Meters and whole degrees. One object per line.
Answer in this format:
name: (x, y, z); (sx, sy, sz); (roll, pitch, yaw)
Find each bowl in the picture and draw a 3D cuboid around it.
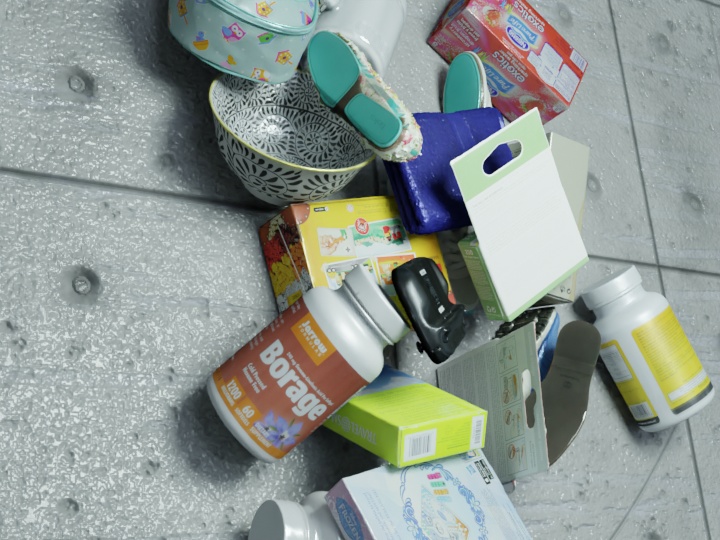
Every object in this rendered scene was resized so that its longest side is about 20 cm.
bowl: (-0.082, -0.135, 1.268); (0.197, 0.095, 0.202); (14, 36, -10)

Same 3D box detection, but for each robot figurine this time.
robot figurine: (-0.008, -0.293, 1.390); (0.171, 0.111, 0.202); (68, 33, -50)

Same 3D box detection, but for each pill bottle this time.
pill bottle: (-0.049, 0.090, 1.147); (0.199, 0.112, 0.113); (-41, 98, 4)
pill bottle: (0.374, 0.101, 1.502); (0.111, 0.112, 0.202); (-28, 89, -39)
pill bottle: (-0.011, 0.286, 1.159); (0.197, 0.111, 0.113); (14, 64, -29)

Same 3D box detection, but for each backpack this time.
backpack: (-0.124, -0.310, 1.261); (0.173, 0.154, 0.202); (21, 45, -20)

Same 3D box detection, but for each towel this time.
towel: (0.110, -0.117, 1.346); (0.198, 0.049, 0.150); (-9, 73, -40)

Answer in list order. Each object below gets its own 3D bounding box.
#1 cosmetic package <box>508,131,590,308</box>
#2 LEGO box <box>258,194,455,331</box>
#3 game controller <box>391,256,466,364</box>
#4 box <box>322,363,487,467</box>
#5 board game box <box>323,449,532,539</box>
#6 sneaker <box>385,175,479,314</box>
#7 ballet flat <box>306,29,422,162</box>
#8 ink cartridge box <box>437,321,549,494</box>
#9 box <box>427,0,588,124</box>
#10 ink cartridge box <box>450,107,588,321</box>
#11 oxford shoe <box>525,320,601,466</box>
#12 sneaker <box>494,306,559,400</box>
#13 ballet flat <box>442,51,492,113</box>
cosmetic package: (0.224, -0.061, 1.443); (0.072, 0.103, 0.204); (16, 77, -29)
LEGO box: (0.000, 0.000, 1.301); (0.197, 0.077, 0.152); (-7, 77, -37)
game controller: (0.073, 0.037, 1.202); (0.105, 0.042, 0.200); (55, 11, 3)
box: (0.025, 0.146, 1.213); (0.120, 0.199, 0.049); (-5, 105, -36)
board game box: (0.088, 0.279, 1.123); (0.197, 0.043, 0.202); (-6, 59, -45)
sneaker: (0.097, -0.043, 1.386); (0.076, 0.080, 0.203); (-19, 84, -40)
ballet flat: (0.004, -0.185, 1.255); (0.064, 0.076, 0.201); (27, 26, -53)
ink cartridge box: (0.159, 0.162, 1.270); (0.049, 0.199, 0.164); (8, 68, -28)
box: (0.202, -0.297, 1.551); (0.199, 0.095, 0.100); (40, 53, -15)
ink cartridge box: (0.175, -0.064, 1.311); (0.145, 0.048, 0.203); (-33, 109, -27)
oxford shoe: (0.232, 0.158, 1.326); (0.070, 0.072, 0.201); (22, 57, 17)
sneaker: (0.208, 0.130, 1.409); (0.089, 0.078, 0.202); (50, 49, -31)
ballet flat: (0.149, -0.185, 1.499); (0.068, 0.069, 0.204); (7, 72, -32)
